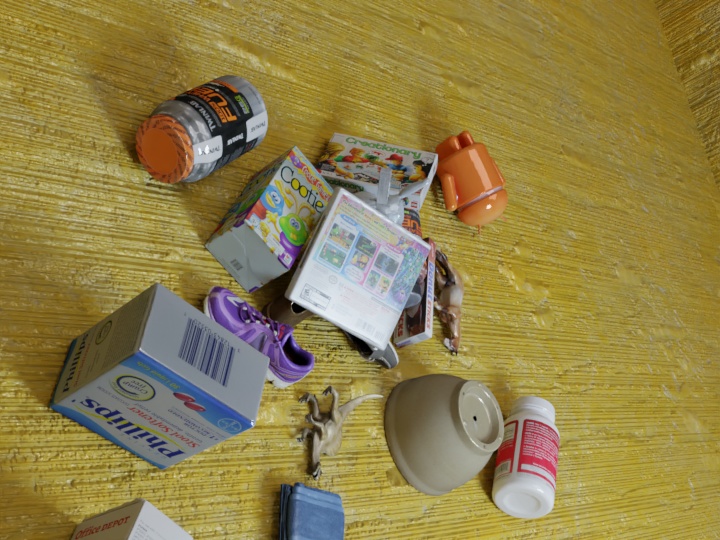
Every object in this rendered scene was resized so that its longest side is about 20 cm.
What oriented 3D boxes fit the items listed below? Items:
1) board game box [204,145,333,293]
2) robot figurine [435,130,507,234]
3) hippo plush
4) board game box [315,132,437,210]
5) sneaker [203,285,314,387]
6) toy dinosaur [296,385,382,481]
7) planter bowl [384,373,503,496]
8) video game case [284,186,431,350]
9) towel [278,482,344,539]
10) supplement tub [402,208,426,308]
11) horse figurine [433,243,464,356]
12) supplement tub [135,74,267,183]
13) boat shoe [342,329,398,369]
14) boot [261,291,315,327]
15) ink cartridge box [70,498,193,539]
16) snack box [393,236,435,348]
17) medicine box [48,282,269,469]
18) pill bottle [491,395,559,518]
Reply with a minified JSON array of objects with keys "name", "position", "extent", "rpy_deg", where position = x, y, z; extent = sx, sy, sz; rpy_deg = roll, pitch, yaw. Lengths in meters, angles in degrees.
[{"name":"board game box","position":[-0.137,-0.082,1.530],"extent":[0.105,0.102,0.201],"rpy_deg":[47,41,-19]},{"name":"robot figurine","position":[0.224,-0.176,1.993],"extent":[0.203,0.115,0.144],"rpy_deg":[64,17,3]},{"name":"hippo plush","position":[-0.009,-0.080,1.612],"extent":[0.156,0.161,0.204],"rpy_deg":[11,99,-23]},{"name":"board game box","position":[0.026,-0.175,1.725],"extent":[0.196,0.035,0.127],"rpy_deg":[13,44,11]},{"name":"sneaker","position":[-0.144,0.086,1.443],"extent":[0.199,0.083,0.082],"rpy_deg":[41,43,-24]},{"name":"toy dinosaur","position":[-0.047,0.229,1.509],"extent":[0.201,0.057,0.102],"rpy_deg":[-51,124,-41]},{"name":"planter bowl","position":[0.155,0.260,1.646],"extent":[0.198,0.134,0.204],"rpy_deg":[27,50,-38]},{"name":"video game case","position":[0.000,0.000,1.513],"extent":[0.198,0.024,0.185],"rpy_deg":[30,82,-32]},{"name":"towel","position":[-0.070,0.405,1.372],"extent":[0.111,0.048,0.204],"rpy_deg":[27,50,-37]},{"name":"supplement tub","position":[0.061,-0.038,1.730],"extent":[0.106,0.106,0.204],"rpy_deg":[16,57,-42]},{"name":"horse figurine","position":[0.157,0.040,1.837],"extent":[0.133,0.049,0.203],"rpy_deg":[46,34,-40]},{"name":"supplement tub","position":[-0.237,-0.209,1.474],"extent":[0.124,0.122,0.200],"rpy_deg":[57,38,-7]},{"name":"boat shoe","position":[-0.004,0.103,1.601],"extent":[0.057,0.066,0.201],"rpy_deg":[-50,130,-23]},{"name":"boot","position":[-0.073,0.033,1.562],"extent":[0.074,0.075,0.200],"rpy_deg":[55,37,-6]},{"name":"ink cartridge box","position":[-0.283,0.368,1.068],"extent":[0.083,0.146,0.202],"rpy_deg":[43,43,-24]},{"name":"snack box","position":[0.097,0.038,1.755],"extent":[0.024,0.071,0.203],"rpy_deg":[36,45,-37]},{"name":"medicine box","position":[-0.244,0.136,1.203],"extent":[0.181,0.198,0.104],"rpy_deg":[37,43,-29]},{"name":"pill bottle","position":[0.304,0.335,1.791],"extent":[0.112,0.111,0.202],"rpy_deg":[41,43,-25]}]
